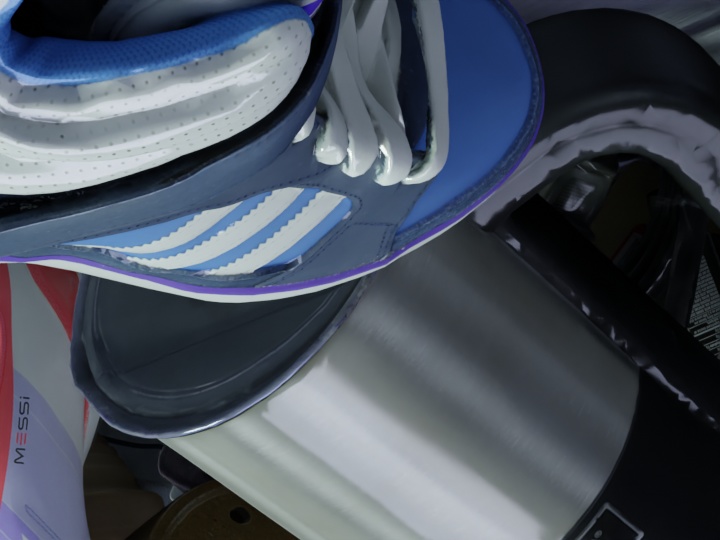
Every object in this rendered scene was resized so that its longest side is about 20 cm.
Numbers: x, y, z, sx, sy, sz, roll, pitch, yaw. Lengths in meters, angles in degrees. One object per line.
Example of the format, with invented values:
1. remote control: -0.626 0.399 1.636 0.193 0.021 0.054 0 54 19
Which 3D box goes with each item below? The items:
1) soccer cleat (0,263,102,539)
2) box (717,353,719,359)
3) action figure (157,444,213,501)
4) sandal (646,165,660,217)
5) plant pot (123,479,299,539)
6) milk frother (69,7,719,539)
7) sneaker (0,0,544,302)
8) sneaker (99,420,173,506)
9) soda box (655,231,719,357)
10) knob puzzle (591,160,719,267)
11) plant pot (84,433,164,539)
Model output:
1. soccer cleat: -0.117 0.086 0.811 0.068 0.202 0.073 -4 176 34
2. box: 0.213 -0.004 0.814 0.200 0.097 0.124 -48 -179 -14
3. action figure: -0.049 0.145 1.148 0.069 0.131 0.200 24 167 19
4. sandal: 0.137 -0.050 0.926 0.075 0.048 0.200 -17 -175 6
5. plant pot: -0.053 0.171 0.908 0.185 0.187 0.201 -10 144 -29
6. milk frother: 0.027 -0.004 0.728 0.181 0.200 0.188 -49 127 2
7. sneaker: -0.016 -0.043 0.481 0.199 0.081 0.146 -3 172 -32
8. sneaker: -0.119 0.092 1.255 0.199 0.073 0.071 12 -137 39
9. soda box: 0.068 0.053 0.939 0.199 0.064 0.071 -25 167 27
10. knob puzzle: 0.108 0.068 0.983 0.218 0.221 0.030 -19 136 32
11. plant pot: -0.190 0.098 1.149 0.199 0.094 0.201 -8 171 -1
